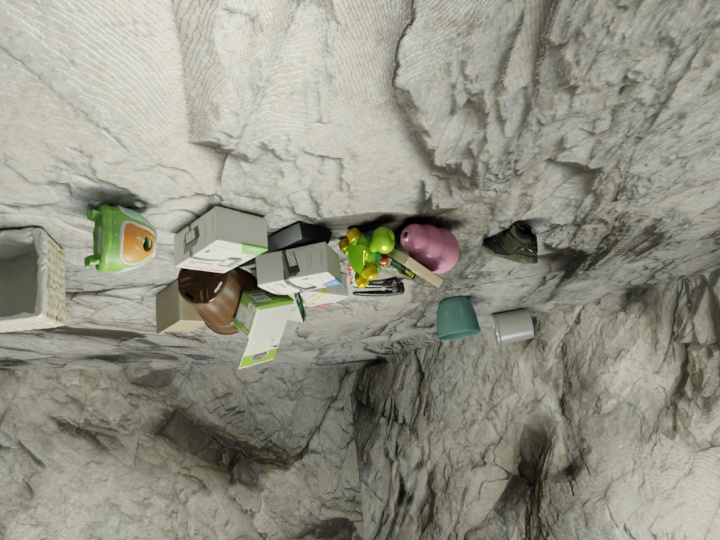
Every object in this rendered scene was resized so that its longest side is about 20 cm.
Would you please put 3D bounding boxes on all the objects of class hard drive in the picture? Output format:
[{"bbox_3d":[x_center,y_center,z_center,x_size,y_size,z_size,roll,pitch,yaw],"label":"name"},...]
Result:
[{"bbox_3d":[-0.182,-0.066,1.438,0.197,0.044,0.133,-22,159,39],"label":"hard drive"}]

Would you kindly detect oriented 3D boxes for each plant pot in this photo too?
[{"bbox_3d":[-0.397,0.052,1.500,0.194,0.206,0.199,-10,155,8],"label":"plant pot"},{"bbox_3d":[0.430,0.212,2.431,0.194,0.166,0.201,-8,164,-2],"label":"plant pot"}]

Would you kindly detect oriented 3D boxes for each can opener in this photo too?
[{"bbox_3d":[0.067,0.070,1.967,0.193,0.065,0.079,-6,164,-7],"label":"can opener"}]

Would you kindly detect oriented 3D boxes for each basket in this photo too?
[{"bbox_3d":[-0.780,0.029,1.210,0.193,0.205,0.161,-5,168,-9],"label":"basket"}]

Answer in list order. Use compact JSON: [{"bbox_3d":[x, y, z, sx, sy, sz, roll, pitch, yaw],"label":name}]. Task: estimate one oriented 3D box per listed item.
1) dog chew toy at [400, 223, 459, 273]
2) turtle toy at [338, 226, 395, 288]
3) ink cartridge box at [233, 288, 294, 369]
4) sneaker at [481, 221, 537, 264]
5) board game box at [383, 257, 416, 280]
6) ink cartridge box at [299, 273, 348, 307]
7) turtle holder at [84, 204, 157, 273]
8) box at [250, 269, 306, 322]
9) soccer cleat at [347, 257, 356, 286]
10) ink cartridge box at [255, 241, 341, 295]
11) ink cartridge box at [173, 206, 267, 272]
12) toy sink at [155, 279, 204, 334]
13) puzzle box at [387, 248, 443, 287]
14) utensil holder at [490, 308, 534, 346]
[{"bbox_3d":[0.183,-0.068,1.474,0.123,0.128,0.197,-21,151,40],"label":"dog chew toy"},{"bbox_3d":[0.026,-0.051,1.449,0.099,0.149,0.200,-21,170,-26],"label":"turtle toy"},{"bbox_3d":[-0.285,0.160,1.520,0.075,0.205,0.146,32,-159,28],"label":"ink cartridge box"},{"bbox_3d":[0.448,-0.092,1.612,0.074,0.118,0.198,-2,-168,-32],"label":"sneaker"},{"bbox_3d":[0.095,-0.009,1.595,0.103,0.024,0.200,34,176,-7],"label":"board game box"},{"bbox_3d":[-0.158,0.060,1.792,0.143,0.086,0.197,-23,158,40],"label":"ink cartridge box"},{"bbox_3d":[-0.507,-0.058,1.139,0.129,0.145,0.184,2,160,-33],"label":"turtle holder"},{"bbox_3d":[-0.257,0.082,1.698,0.140,0.037,0.203,8,141,15],"label":"box"},{"bbox_3d":[0.000,0.000,1.704,0.075,0.071,0.201,-9,161,-5],"label":"soccer cleat"},{"bbox_3d":[-0.161,0.000,1.433,0.194,0.087,0.145,-10,165,12],"label":"ink cartridge box"},{"bbox_3d":[-0.335,-0.067,1.288,0.143,0.087,0.197,9,157,-45],"label":"ink cartridge box"},{"bbox_3d":[-0.567,0.121,1.729,0.110,0.134,0.198,6,158,-40],"label":"toy sink"},{"bbox_3d":[0.132,-0.020,1.497,0.131,0.026,0.200,33,-179,-26],"label":"puzzle box"},{"bbox_3d":[0.817,0.302,2.907,0.194,0.175,0.170,-12,164,7],"label":"utensil holder"}]
